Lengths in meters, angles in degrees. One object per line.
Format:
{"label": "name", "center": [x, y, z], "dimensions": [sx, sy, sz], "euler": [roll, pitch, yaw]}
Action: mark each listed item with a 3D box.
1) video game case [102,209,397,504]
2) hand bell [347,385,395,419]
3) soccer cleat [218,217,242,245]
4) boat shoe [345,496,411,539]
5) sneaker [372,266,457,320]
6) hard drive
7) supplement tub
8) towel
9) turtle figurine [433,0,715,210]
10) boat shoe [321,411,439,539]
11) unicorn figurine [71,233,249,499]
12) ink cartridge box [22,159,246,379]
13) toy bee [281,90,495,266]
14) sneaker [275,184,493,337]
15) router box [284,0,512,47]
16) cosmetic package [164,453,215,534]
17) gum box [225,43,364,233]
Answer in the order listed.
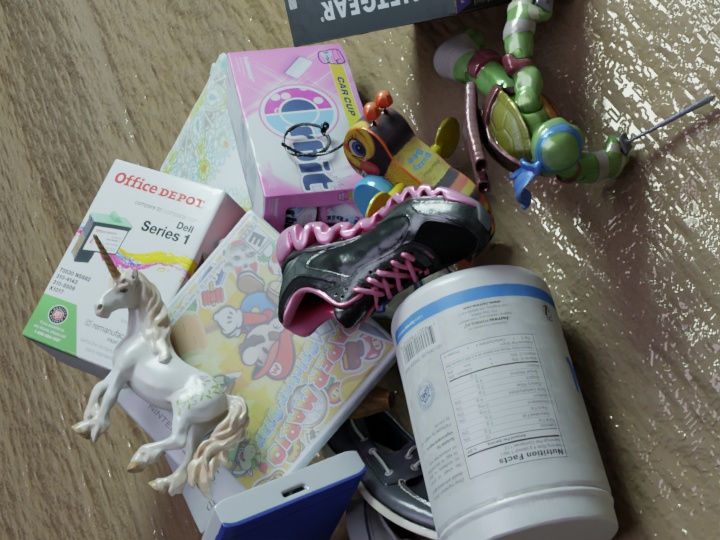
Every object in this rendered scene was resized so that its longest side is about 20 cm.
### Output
{"label": "video game case", "center": [-0.093, 0.081, 1.042], "dimensions": [0.182, 0.023, 0.200], "euler": [41, 90, 17]}
{"label": "hand bell", "center": [-0.064, 0.112, 1.072], "dimensions": [0.198, 0.104, 0.105], "euler": [-1, 77, 26]}
{"label": "soccer cleat", "center": [-0.065, 0.025, 1.130], "dimensions": [0.067, 0.076, 0.200], "euler": [-44, 44, 3]}
{"label": "boat shoe", "center": [0.042, 0.252, 0.993], "dimensions": [0.065, 0.072, 0.201], "euler": [-26, 36, 1]}
{"label": "sneaker", "center": [0.000, 0.000, 1.096], "dimensions": [0.199, 0.088, 0.076], "euler": [10, 88, 50]}
{"label": "hard drive", "center": [-0.079, 0.231, 1.028], "dimensions": [0.025, 0.131, 0.201], "euler": [55, 144, 27]}
{"label": "supplement tub", "center": [0.102, 0.111, 0.918], "dimensions": [0.132, 0.131, 0.202], "euler": [-34, 56, 36]}
{"label": "towel", "center": [-0.131, -0.114, 1.306], "dimensions": [0.172, 0.048, 0.200], "euler": [-59, 44, 21]}
{"label": "turtle figurine", "center": [0.151, -0.141, 0.951], "dimensions": [0.201, 0.143, 0.194], "euler": [-62, 27, 5]}
{"label": "boat shoe", "center": [0.036, 0.161, 1.021], "dimensions": [0.200, 0.072, 0.063], "euler": [30, 100, 53]}
{"label": "unicorn figurine", "center": [-0.174, 0.089, 1.019], "dimensions": [0.138, 0.199, 0.074], "euler": [-55, -3, -11]}
{"label": "ink cartridge box", "center": [-0.210, 0.008, 1.203], "dimensions": [0.144, 0.084, 0.202], "euler": [17, 72, 27]}
{"label": "toy bee", "center": [0.024, -0.087, 1.021], "dimensions": [0.109, 0.198, 0.132], "euler": [103, -176, -56]}
{"label": "sneaker", "center": [0.013, 0.002, 0.951], "dimensions": [0.199, 0.079, 0.096], "euler": [-18, 45, 35]}
{"label": "router box", "center": [0.056, -0.239, 1.051], "dimensions": [0.199, 0.156, 0.053], "euler": [0, 107, 47]}
{"label": "cosmetic package", "center": [-0.141, 0.153, 1.216], "dimensions": [0.102, 0.074, 0.200], "euler": [-55, 44, 20]}
{"label": "gum box", "center": [-0.052, -0.116, 1.144], "dimensions": [0.066, 0.112, 0.201], "euler": [100, 159, -50]}
